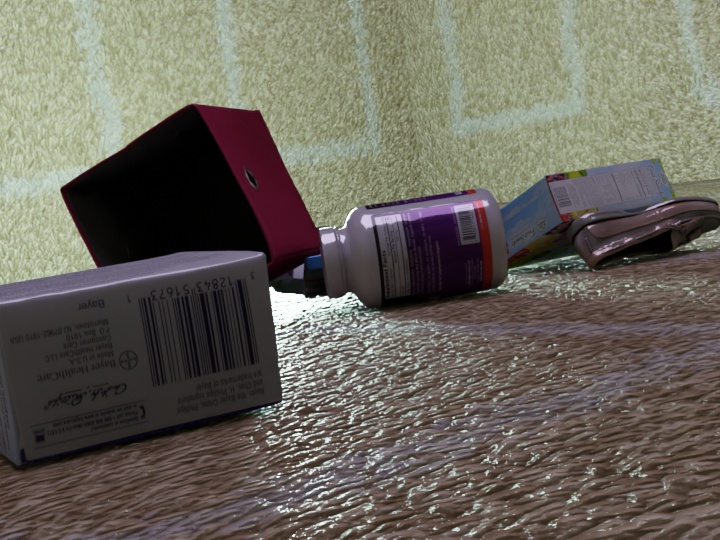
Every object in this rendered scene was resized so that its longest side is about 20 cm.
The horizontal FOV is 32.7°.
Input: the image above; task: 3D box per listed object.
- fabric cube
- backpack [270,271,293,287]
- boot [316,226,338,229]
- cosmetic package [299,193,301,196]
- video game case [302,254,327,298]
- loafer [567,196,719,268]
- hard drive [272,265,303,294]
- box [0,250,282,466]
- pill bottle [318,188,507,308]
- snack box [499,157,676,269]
[{"bbox_3d":[-0.183,-0.058,1.413,0.199,0.198,0.199,-29,-4,17],"label":"fabric cube"},{"bbox_3d":[-0.179,-0.054,1.652,0.145,0.203,0.183,-10,4,-25],"label":"backpack"},{"bbox_3d":[-0.047,-0.035,2.173,0.199,0.074,0.075,-7,-17,-46],"label":"boot"},{"bbox_3d":[-0.173,-0.034,1.819,0.198,0.105,0.087,-21,-3,31],"label":"cosmetic package"},{"bbox_3d":[0.000,0.000,1.503,0.141,0.018,0.200,-9,-10,-5],"label":"video game case"},{"bbox_3d":[0.343,-0.038,1.453,0.197,0.063,0.072,-8,-35,-15],"label":"loafer"},{"bbox_3d":[-0.018,-0.022,1.715,0.199,0.027,0.132,-28,13,-24],"label":"hard drive"},{"bbox_3d":[-0.176,0.053,0.859,0.182,0.106,0.199,-11,5,-25],"label":"box"},{"bbox_3d":[0.056,-0.022,1.351,0.197,0.114,0.112,-9,4,-4],"label":"pill bottle"},{"bbox_3d":[0.269,-0.069,1.548,0.198,0.068,0.168,-13,-15,-32],"label":"snack box"}]
